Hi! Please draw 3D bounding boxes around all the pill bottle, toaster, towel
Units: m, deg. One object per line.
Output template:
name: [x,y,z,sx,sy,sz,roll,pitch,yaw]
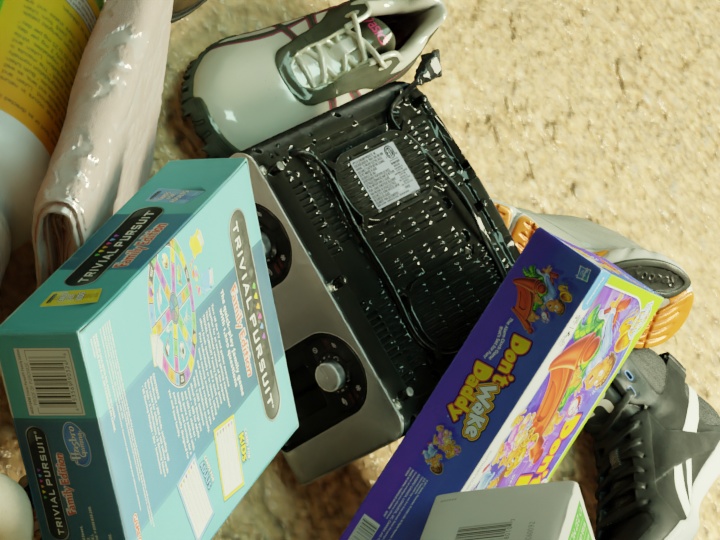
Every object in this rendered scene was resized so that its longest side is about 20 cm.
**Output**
pill bottle: [-0.201,-0.077,1.401,0.111,0.111,0.201,34,45,-26]
toaster: [0.000,0.000,1.555,0.200,0.118,0.181,-29,89,-50]
towel: [-0.135,-0.046,1.409,0.032,0.192,0.201,13,50,0]

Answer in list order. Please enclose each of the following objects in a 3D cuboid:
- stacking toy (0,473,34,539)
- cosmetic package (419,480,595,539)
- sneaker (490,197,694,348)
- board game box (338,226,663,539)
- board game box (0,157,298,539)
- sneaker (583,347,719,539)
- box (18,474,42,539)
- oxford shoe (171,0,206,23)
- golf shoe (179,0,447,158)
stacking toy: [-0.250,0.076,1.273,0.146,0.146,0.200,4,45,-44]
cosmetic package: [0.090,0.222,1.424,0.108,0.084,0.201,-67,142,-53]
sneaker: [0.105,-0.007,1.719,0.199,0.076,0.092,18,13,-20]
board game box: [0.080,0.080,1.504,0.045,0.201,0.134,34,6,21]
board game box: [-0.098,0.054,1.312,0.200,0.047,0.152,-51,136,-58]
sneaker: [0.158,0.118,1.690,0.112,0.073,0.200,50,32,-6]
box: [-0.164,0.172,1.314,0.050,0.075,0.200,48,39,-21]
oxford shoe: [-0.117,-0.186,1.579,0.200,0.084,0.073,-30,87,-52]
golf shoe: [-0.030,-0.125,1.629,0.200,0.088,0.077,-33,93,-49]
